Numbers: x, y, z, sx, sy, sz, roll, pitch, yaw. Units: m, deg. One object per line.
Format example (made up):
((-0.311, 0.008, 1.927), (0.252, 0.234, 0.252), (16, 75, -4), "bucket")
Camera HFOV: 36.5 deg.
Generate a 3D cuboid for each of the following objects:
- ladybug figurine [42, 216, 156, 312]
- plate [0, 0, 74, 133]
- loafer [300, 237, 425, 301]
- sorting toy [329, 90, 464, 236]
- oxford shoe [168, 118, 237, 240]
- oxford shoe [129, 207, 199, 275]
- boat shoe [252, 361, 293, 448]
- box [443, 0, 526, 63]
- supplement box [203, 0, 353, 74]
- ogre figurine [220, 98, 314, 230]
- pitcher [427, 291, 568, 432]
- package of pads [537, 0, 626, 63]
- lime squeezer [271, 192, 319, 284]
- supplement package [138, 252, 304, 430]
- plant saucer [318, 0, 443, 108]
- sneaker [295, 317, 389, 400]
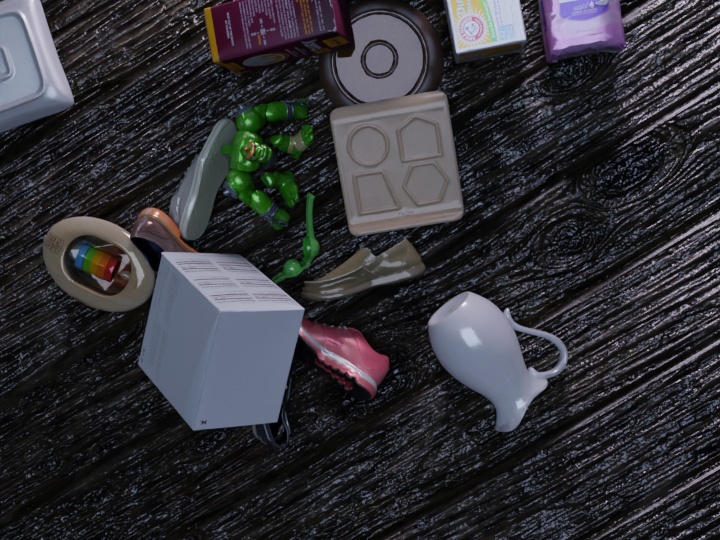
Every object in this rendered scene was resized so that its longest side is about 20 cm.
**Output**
((-0.409, -0.013, 1.729), (0.199, 0.072, 0.136), (28, 99, 6), "ladybug figurine")
((-0.584, -0.327, 1.755), (0.199, 0.032, 0.201), (-19, 91, 6), "plate")
((0.000, 0.000, 1.702), (0.198, 0.076, 0.068), (-15, 90, -5), "loafer")
((0.057, -0.166, 1.698), (0.184, 0.036, 0.202), (-9, 98, 5), "sorting toy")
((-0.252, -0.147, 1.720), (0.057, 0.075, 0.201), (24, 94, 32), "oxford shoe")
((-0.285, -0.001, 1.698), (0.071, 0.073, 0.200), (-28, 114, 35), "oxford shoe")
((-0.128, 0.182, 1.697), (0.072, 0.063, 0.202), (-6, 111, -32), "boat shoe")
((0.179, -0.425, 1.652), (0.112, 0.101, 0.202), (-11, 91, 5), "box")
((-0.122, -0.369, 1.660), (0.198, 0.110, 0.086), (-11, 88, 14), "supplement box")
((-0.148, -0.172, 1.687), (0.119, 0.098, 0.201), (10, 109, -30), "ogre figurine")
((0.212, 0.118, 1.675), (0.171, 0.121, 0.200), (-42, 100, -15), "pitcher")
((0.329, -0.421, 1.654), (0.119, 0.076, 0.202), (-8, 92, 2), "package of pads")
((-0.106, -0.021, 1.712), (0.038, 0.070, 0.201), (42, 103, 38), "lime squeezer")
((-0.210, 0.100, 1.618), (0.146, 0.200, 0.193), (0, 114, -37), "supplement package")
((0.031, -0.327, 1.705), (0.198, 0.032, 0.202), (0, 91, 6), "plant saucer")
((-0.041, 0.118, 1.720), (0.200, 0.074, 0.087), (37, 61, 11), "sneaker")
